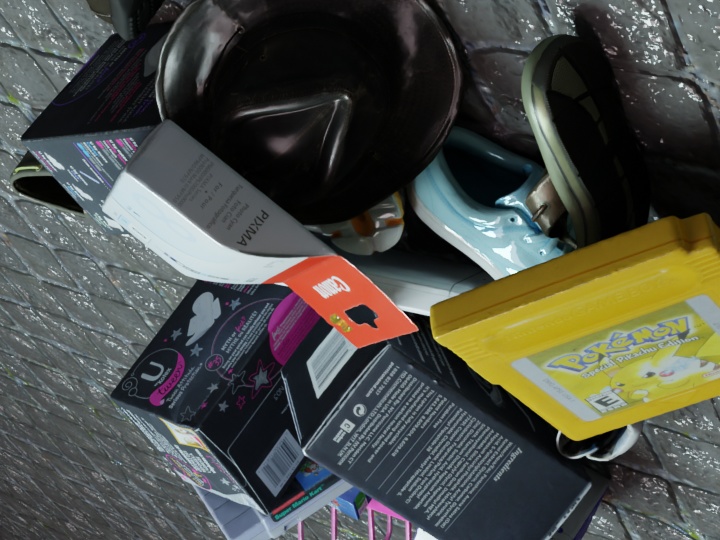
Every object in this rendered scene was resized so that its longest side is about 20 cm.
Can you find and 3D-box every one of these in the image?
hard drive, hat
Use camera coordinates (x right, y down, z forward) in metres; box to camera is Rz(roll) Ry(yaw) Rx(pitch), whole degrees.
[{"bbox_3d":[0.000,0.000,1.186,0.199,0.027,0.132,11,-171,15],"label":"hard drive"},{"bbox_3d":[-0.038,-0.098,1.010,0.200,0.081,0.201,4,120,6],"label":"hat"}]

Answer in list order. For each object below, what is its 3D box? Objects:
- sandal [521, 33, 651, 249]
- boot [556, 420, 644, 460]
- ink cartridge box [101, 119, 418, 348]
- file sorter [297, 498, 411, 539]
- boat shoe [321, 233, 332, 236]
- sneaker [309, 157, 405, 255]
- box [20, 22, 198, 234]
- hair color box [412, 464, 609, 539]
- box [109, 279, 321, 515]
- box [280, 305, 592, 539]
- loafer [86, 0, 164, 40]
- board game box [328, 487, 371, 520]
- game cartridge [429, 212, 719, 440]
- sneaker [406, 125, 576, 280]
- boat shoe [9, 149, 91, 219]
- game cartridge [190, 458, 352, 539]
[{"bbox_3d":[0.128,-0.059,0.989,0.057,0.080,0.201,10,138,35],"label":"sandal"},{"bbox_3d":[0.163,0.094,1.204,0.073,0.096,0.200,36,157,-3],"label":"boot"},{"bbox_3d":[-0.070,-0.004,1.048,0.200,0.047,0.160,40,166,-7],"label":"ink cartridge box"},{"bbox_3d":[0.052,0.246,1.533,0.199,0.139,0.126,12,109,42],"label":"file sorter"},{"bbox_3d":[0.033,0.037,1.329,0.202,0.065,0.074,55,169,-28],"label":"boat shoe"},{"bbox_3d":[-0.025,-0.109,1.100,0.078,0.077,0.201,-14,115,22],"label":"sneaker"},{"bbox_3d":[-0.133,-0.103,1.189,0.200,0.122,0.106,2,139,52],"label":"box"},{"bbox_3d":[0.122,0.214,1.366,0.109,0.200,0.065,28,118,14],"label":"hair color box"},{"bbox_3d":[-0.088,0.078,1.379,0.114,0.200,0.132,15,150,41],"label":"box"},{"bbox_3d":[0.054,0.116,1.229,0.200,0.104,0.148,35,-169,-18],"label":"box"},{"bbox_3d":[-0.168,-0.219,1.074,0.071,0.073,0.200,31,157,5],"label":"loafer"},{"bbox_3d":[-0.052,0.124,1.503,0.199,0.136,0.035,25,154,23],"label":"board game box"},{"bbox_3d":[0.164,0.040,1.006,0.176,0.033,0.200,-22,149,24],"label":"game cartridge"},{"bbox_3d":[0.116,-0.025,1.070,0.199,0.074,0.082,30,160,9],"label":"sneaker"},{"bbox_3d":[-0.227,-0.069,1.459,0.201,0.060,0.072,20,153,32],"label":"boat shoe"},{"bbox_3d":[-0.049,0.148,1.419,0.130,0.200,0.038,45,165,51],"label":"game cartridge"}]
